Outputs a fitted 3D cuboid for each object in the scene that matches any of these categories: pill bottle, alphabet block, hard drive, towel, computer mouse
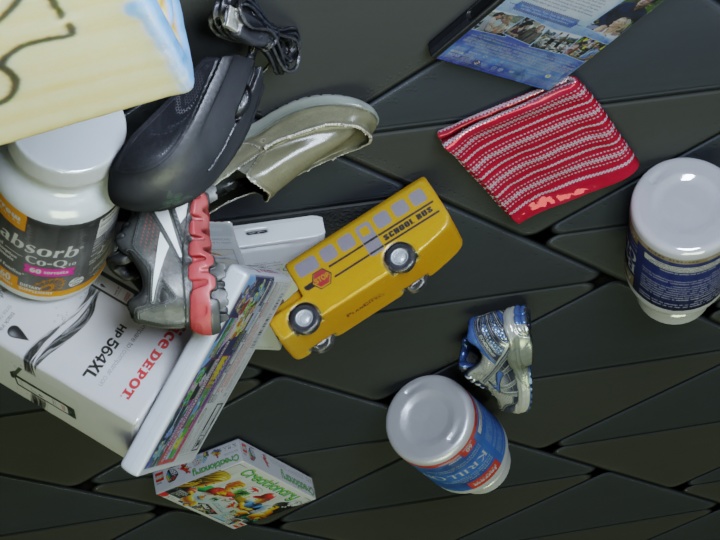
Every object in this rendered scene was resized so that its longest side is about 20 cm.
[{"bbox_3d":[0.327,-0.022,1.892,0.111,0.111,0.200,-12,153,-1],"label":"pill bottle"},{"bbox_3d":[-0.254,-0.068,1.537,0.116,0.117,0.200,-4,152,-17],"label":"pill bottle"},{"bbox_3d":[-0.237,-0.210,1.180,0.200,0.197,0.195,-15,152,5],"label":"alphabet block"},{"bbox_3d":[-0.107,0.012,1.859,0.132,0.026,0.200,-8,153,-9],"label":"hard drive"},{"bbox_3d":[0.172,-0.111,1.749,0.144,0.023,0.200,-22,152,17],"label":"towel"},{"bbox_3d":[-0.120,-0.118,1.461,0.200,0.053,0.138,-50,157,6],"label":"computer mouse"},{"bbox_3d":[0.115,0.207,2.246,0.112,0.112,0.200,-21,153,16],"label":"pill bottle"}]

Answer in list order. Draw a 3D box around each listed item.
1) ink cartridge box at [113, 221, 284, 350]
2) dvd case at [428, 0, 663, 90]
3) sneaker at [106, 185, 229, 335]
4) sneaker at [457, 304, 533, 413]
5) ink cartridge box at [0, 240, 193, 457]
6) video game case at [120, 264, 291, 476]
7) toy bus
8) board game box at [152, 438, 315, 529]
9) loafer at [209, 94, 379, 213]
[{"bbox_3d":[-0.169,0.001,1.762,0.162,0.050,0.200,1,141,15],"label":"ink cartridge box"},{"bbox_3d":[0.171,-0.221,1.537,0.142,0.018,0.200,11,146,-38],"label":"dvd case"},{"bbox_3d":[-0.166,-0.039,1.542,0.098,0.201,0.071,-5,159,-5],"label":"sneaker"},{"bbox_3d":[0.153,0.101,2.116,0.085,0.077,0.200,-3,146,3],"label":"sneaker"},{"bbox_3d":[-0.244,0.051,1.640,0.200,0.146,0.084,29,149,8],"label":"ink cartridge box"},{"bbox_3d":[-0.135,0.087,1.651,0.200,0.023,0.182,-61,171,3],"label":"video game case"},{"bbox_3d":[0.000,0.000,1.764,0.200,0.078,0.065,-33,155,1],"label":"toy bus"},{"bbox_3d":[-0.157,0.272,2.336,0.126,0.035,0.200,-23,152,18],"label":"board game box"},{"bbox_3d":[-0.075,-0.093,1.619,0.200,0.070,0.075,-19,153,12],"label":"loafer"}]
